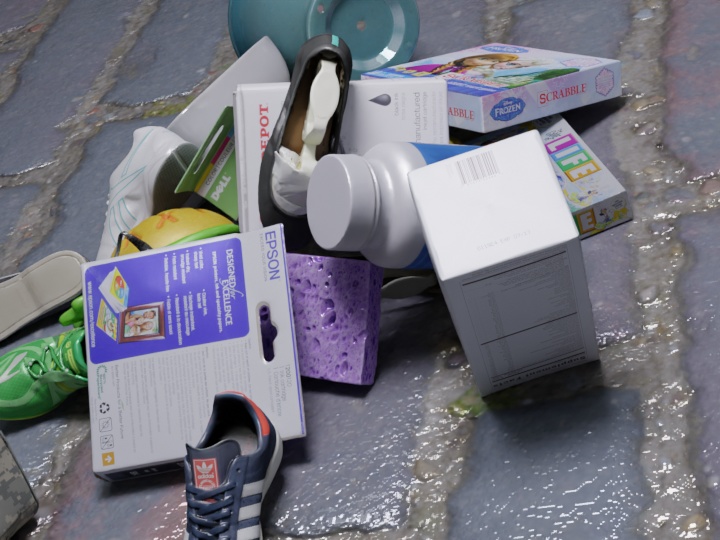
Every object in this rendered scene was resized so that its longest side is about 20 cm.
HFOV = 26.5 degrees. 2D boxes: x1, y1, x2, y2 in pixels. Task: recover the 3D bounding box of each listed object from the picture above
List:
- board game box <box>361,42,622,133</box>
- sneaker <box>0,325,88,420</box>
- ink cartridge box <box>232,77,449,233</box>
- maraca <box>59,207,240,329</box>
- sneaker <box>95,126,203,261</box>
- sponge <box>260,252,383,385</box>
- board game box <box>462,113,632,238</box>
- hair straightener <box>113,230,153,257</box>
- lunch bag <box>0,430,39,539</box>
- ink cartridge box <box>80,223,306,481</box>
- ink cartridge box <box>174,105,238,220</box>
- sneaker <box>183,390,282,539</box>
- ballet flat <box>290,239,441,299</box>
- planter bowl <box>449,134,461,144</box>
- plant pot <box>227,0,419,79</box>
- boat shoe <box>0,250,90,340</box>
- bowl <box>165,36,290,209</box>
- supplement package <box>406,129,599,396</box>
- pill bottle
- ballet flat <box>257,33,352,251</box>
[{"bbox_3d":[0.139,-0.199,1.635,0.199,0.041,0.200,-18,23,-35],"label":"board game box"},{"bbox_3d":[-0.276,0.084,1.456,0.200,0.084,0.074,-20,74,1],"label":"sneaker"},{"bbox_3d":[-0.018,-0.106,1.445,0.200,0.146,0.085,-3,7,-3],"label":"ink cartridge box"},{"bbox_3d":[-0.205,0.007,1.521,0.200,0.137,0.107,-29,77,2],"label":"maraca"},{"bbox_3d":[-0.232,-0.057,1.588,0.080,0.070,0.200,38,106,38],"label":"sneaker"},{"bbox_3d":[-0.073,0.038,1.406,0.200,0.112,0.030,6,2,31],"label":"sponge"},{"bbox_3d":[0.169,-0.086,1.525,0.134,0.034,0.200,-22,32,-3],"label":"board game box"},{"bbox_3d":[-0.181,0.050,1.407,0.077,0.041,0.200,-28,74,-18],"label":"hair straightener"},{"bbox_3d":[-0.395,0.180,1.284,0.139,0.200,0.168,5,39,35],"label":"lunch bag"},{"bbox_3d":[-0.146,0.073,1.355,0.200,0.043,0.198,-11,71,14],"label":"ink cartridge box"},{"bbox_3d":[-0.108,-0.112,1.567,0.104,0.059,0.200,-56,-9,13],"label":"ink cartridge box"},{"bbox_3d":[-0.115,0.184,1.211,0.075,0.085,0.200,-6,48,15],"label":"sneaker"},{"bbox_3d":[0.000,0.000,1.464,0.200,0.067,0.062,-7,44,20],"label":"ballet flat"},{"bbox_3d":[0.002,-0.105,1.564,0.200,0.084,0.201,-24,33,17],"label":"planter bowl"},{"bbox_3d":[-0.028,-0.283,1.740,0.200,0.200,0.188,-29,23,-14],"label":"plant pot"},{"bbox_3d":[-0.372,0.039,1.632,0.200,0.073,0.063,-23,-11,5],"label":"boat shoe"},{"bbox_3d":[-0.161,-0.145,1.696,0.200,0.075,0.200,-49,4,-40],"label":"bowl"},{"bbox_3d":[0.120,-0.001,1.250,0.114,0.200,0.110,-18,57,2],"label":"supplement package"},{"bbox_3d":[0.059,-0.056,1.342,0.200,0.112,0.112,-1,22,-29],"label":"pill bottle"},{"bbox_3d":[-0.050,-0.113,1.364,0.068,0.200,0.068,9,7,-10],"label":"ballet flat"}]
